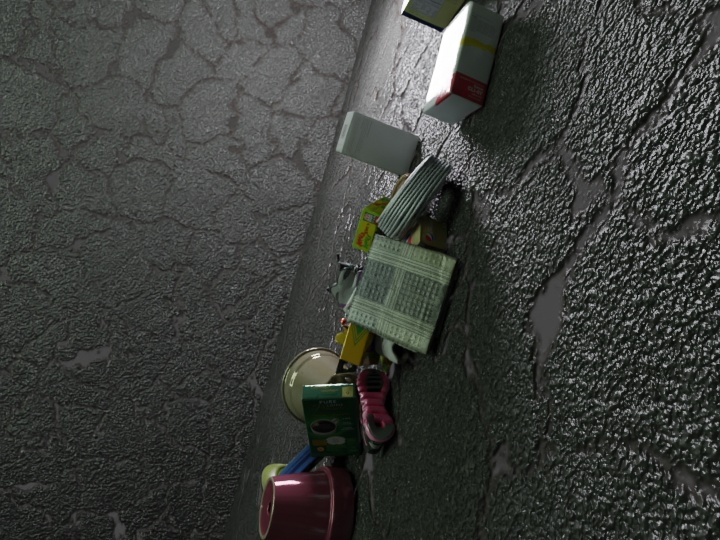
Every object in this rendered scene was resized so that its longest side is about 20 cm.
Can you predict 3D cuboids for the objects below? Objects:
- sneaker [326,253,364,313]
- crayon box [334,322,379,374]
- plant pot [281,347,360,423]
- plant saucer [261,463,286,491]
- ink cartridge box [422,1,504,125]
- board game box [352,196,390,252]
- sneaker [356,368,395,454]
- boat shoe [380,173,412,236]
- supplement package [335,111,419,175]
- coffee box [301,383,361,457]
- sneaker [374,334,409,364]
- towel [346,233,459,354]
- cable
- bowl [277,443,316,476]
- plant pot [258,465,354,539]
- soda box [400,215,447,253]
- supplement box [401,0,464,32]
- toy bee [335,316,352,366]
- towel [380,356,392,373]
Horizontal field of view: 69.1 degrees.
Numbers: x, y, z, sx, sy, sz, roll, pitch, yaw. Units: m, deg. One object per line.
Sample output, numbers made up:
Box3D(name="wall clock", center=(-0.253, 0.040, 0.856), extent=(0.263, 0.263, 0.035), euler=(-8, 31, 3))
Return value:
Box3D(name="sneaker", center=(0.000, 0.000, 1.280), extent=(0.200, 0.140, 0.078), euler=(-45, 2, 1))
Box3D(name="crayon box", center=(0.017, 0.131, 1.126), extent=(0.126, 0.051, 0.203), euler=(21, -95, -69))
Box3D(name="plant pot", center=(-0.078, 0.307, 1.308), extent=(0.183, 0.198, 0.204), euler=(2, 77, 64))
Box3D(name="plant saucer", center=(-0.178, 0.591, 1.385), extent=(0.031, 0.200, 0.200), euler=(-43, 20, 9))
Box3D(name="ink cartridge box", center=(0.219, -0.438, 1.123), extent=(0.145, 0.082, 0.203), euler=(178, 107, -75))
Box3D(name="board game box", center=(0.042, -0.125, 1.369), extent=(0.200, 0.047, 0.103), euler=(-43, -28, -66))
Box3D(name="sneaker", center=(0.024, 0.303, 1.129), extent=(0.201, 0.078, 0.096), euler=(-92, 11, -54))
Box3D(name="boat shoe", center=(0.104, -0.137, 1.286), extent=(0.068, 0.071, 0.202), euler=(-105, 27, -55))
Box3D(name="supplement package", center=(0.046, -0.354, 1.466), extent=(0.117, 0.197, 0.119), euler=(-125, 53, -72))
Box3D(name="coffee box", center=(-0.062, 0.337, 1.170), extent=(0.044, 0.121, 0.202), euler=(-91, -4, -55))
Box3D(name="sneaker", center=(0.092, 0.096, 1.061), extent=(0.099, 0.077, 0.203), euler=(32, 118, 58))
Box3D(name="towel", center=(0.081, 0.044, 1.018), extent=(0.198, 0.034, 0.195), euler=(20, 92, 32))
Box3D(name="cable", center=(0.115, -0.156, 1.121), extent=(0.201, 0.069, 0.200), euler=(-52, -2, 6))
Box3D(name="bowl", center=(-0.128, 0.480, 1.347), extent=(0.200, 0.039, 0.201), euler=(-41, -15, -14))
Box3D(name="plant pot", center=(-0.130, 0.546, 1.192), extent=(0.200, 0.176, 0.203), euler=(-166, 90, -72))
Box3D(name="soda box", center=(0.114, -0.030, 1.133), extent=(0.200, 0.063, 0.069), euler=(127, 154, -55))
Box3D(name="supplement box", center=(0.221, -0.807, 1.407), extent=(0.200, 0.132, 0.203), euler=(150, 134, -70))
Box3D(name="toy bee", center=(-0.014, 0.155, 1.288), extent=(0.200, 0.130, 0.110), euler=(-46, 67, 38))
Box3D(name="towel", center=(0.090, 0.132, 1.155), extent=(0.087, 0.018, 0.202), euler=(-101, 30, -50))
